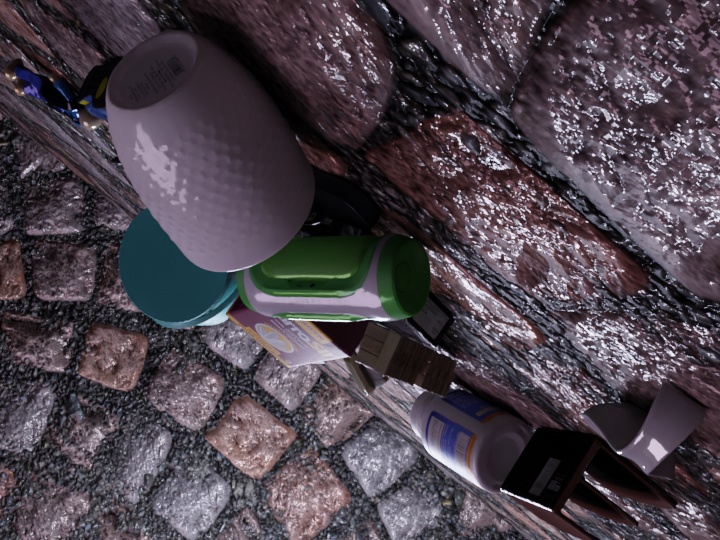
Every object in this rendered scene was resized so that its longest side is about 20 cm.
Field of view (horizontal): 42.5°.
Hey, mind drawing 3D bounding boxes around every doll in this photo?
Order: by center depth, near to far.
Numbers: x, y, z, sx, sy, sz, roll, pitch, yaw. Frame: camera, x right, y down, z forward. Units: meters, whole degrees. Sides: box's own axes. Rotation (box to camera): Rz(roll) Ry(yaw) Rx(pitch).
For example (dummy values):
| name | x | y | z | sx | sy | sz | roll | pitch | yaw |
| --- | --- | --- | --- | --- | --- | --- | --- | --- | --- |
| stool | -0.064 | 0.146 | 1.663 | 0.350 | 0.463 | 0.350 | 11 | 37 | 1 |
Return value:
| name | x | y | z | sx | sy | sz | roll | pitch | yaw |
| --- | --- | --- | --- | --- | --- | --- | --- | --- | --- |
| doll | -0.527 | -0.300 | 1.623 | 0.197 | 0.049 | 0.137 | 28 | 157 | 21 |

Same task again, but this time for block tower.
| name | x | y | z | sx | sy | sz | roll | pitch | yaw |
| --- | --- | --- | --- | --- | --- | --- | --- | --- | --- |
| block tower | 0.063 | 0.118 | 1.210 | 0.057 | 0.055 | 0.199 | 22 | 176 | 30 |

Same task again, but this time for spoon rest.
| name | x | y | z | sx | sy | sz | roll | pitch | yaw |
| --- | --- | --- | --- | --- | --- | --- | --- | --- | --- |
| spoon rest | 0.246 | 0.149 | 0.818 | 0.099 | 0.061 | 0.200 | 36 | 169 | 14 |

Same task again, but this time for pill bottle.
| name | x | y | z | sx | sy | sz | roll | pitch | yaw |
| --- | --- | --- | --- | --- | --- | --- | --- | --- | --- |
| pill bottle | 0.158 | 0.242 | 1.377 | 0.112 | 0.113 | 0.199 | 43 | 169 | -27 |

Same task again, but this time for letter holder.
| name | x | y | z | sx | sy | sz | roll | pitch | yaw |
| --- | --- | --- | --- | --- | --- | --- | --- | --- | --- |
| letter holder | 0.284 | 0.286 | 1.164 | 0.141 | 0.101 | 0.200 | 37 | 170 | -3 |

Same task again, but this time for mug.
| name | x | y | z | sx | sy | sz | roll | pitch | yaw |
| --- | --- | --- | --- | --- | --- | --- | --- | --- | --- |
| mug | -0.143 | -0.129 | 0.818 | 0.176 | 0.145 | 0.202 | 59 | -172 | -49 |

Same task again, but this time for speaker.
| name | x | y | z | sx | sy | sz | roll | pitch | yaw |
| --- | --- | --- | --- | --- | --- | --- | --- | --- | --- |
| speaker | -0.030 | 0.007 | 0.933 | 0.196 | 0.090 | 0.089 | 0 | 148 | 35 |

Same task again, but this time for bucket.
| name | x | y | z | sx | sy | sz | roll | pitch | yaw |
| --- | --- | --- | --- | --- | --- | --- | --- | --- | --- |
| bucket | -0.258 | -0.012 | 1.398 | 0.206 | 0.209 | 0.135 | 36 | -173 | 9 |

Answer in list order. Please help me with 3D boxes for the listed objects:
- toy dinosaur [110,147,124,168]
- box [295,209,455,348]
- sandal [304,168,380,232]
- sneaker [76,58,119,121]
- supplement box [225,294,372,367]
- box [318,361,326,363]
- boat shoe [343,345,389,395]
| name | x | y | z | sx | sy | sz | roll | pitch | yaw |
| --- | --- | --- | --- | --- | --- | --- | --- | --- | --- |
| toy dinosaur | -0.217 | -0.138 | 1.111 | 0.133 | 0.103 | 0.201 | 21 | 139 | -4 |
| box | 0.000 | 0.000 | 1.082 | 0.200 | 0.044 | 0.159 | 44 | 169 | -26 |
| sandal | -0.055 | -0.075 | 0.955 | 0.076 | 0.043 | 0.199 | 45 | 168 | -30 |
| sneaker | -0.300 | -0.217 | 1.170 | 0.078 | 0.067 | 0.199 | 30 | 175 | -28 |
| supplement box | -0.079 | 0.050 | 1.279 | 0.131 | 0.104 | 0.199 | 42 | 153 | -17 |
| box | -0.101 | 0.052 | 1.462 | 0.034 | 0.112 | 0.200 | -2 | 148 | 31 |
| boat shoe | -0.010 | 0.089 | 1.430 | 0.203 | 0.068 | 0.075 | 64 | 167 | -17 |
